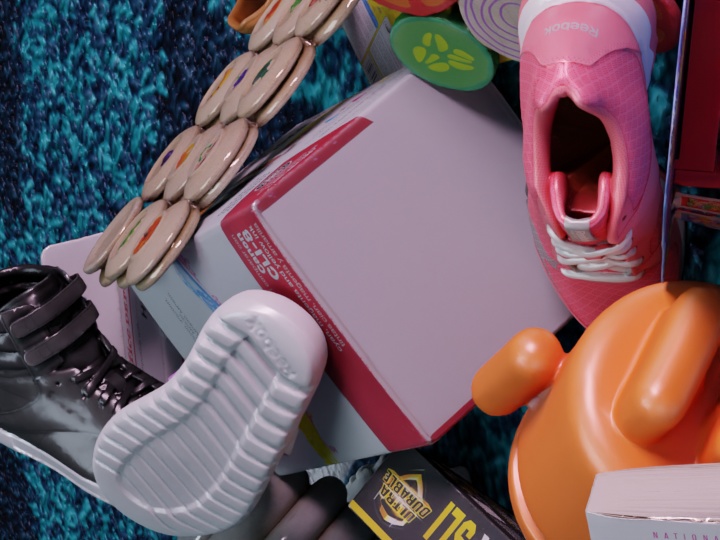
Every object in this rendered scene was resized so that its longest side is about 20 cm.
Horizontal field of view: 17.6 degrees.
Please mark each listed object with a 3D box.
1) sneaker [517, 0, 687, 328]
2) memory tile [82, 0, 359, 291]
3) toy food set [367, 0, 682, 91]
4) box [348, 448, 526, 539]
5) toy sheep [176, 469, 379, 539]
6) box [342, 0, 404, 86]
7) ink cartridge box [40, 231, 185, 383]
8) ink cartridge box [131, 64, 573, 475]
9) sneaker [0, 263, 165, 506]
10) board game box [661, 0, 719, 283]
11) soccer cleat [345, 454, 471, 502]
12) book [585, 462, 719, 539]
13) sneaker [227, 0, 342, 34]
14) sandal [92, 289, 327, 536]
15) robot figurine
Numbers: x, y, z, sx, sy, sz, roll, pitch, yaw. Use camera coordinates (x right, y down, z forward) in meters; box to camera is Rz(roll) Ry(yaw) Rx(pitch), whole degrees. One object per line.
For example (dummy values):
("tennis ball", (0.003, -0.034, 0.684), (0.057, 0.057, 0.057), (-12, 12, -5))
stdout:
("sneaker", (0.097, -0.031, 1.014), (0.087, 0.073, 0.201), (-73, -24, -46))
("memory tile", (-0.071, -0.075, 1.192), (0.017, 0.200, 0.153), (36, 172, -14))
("toy food set", (0.052, -0.157, 1.009), (0.198, 0.049, 0.200), (41, 146, -27))
("box", (0.102, 0.175, 1.113), (0.160, 0.049, 0.200), (39, -179, -41))
("toy sheep", (-0.040, 0.172, 1.273), (0.200, 0.138, 0.138), (40, 151, -1))
("box", (0.037, -0.177, 1.158), (0.118, 0.048, 0.200), (65, 156, 20))
("ink cartridge box", (-0.071, 0.025, 1.312), (0.067, 0.199, 0.116), (36, 135, 55))
("ink cartridge box", (0.000, 0.000, 1.174), (0.145, 0.145, 0.200), (52, 155, -7))
("sneaker", (-0.140, 0.058, 1.230), (0.200, 0.071, 0.099), (18, 133, 32))
("board game box", (0.147, -0.083, 0.922), (0.200, 0.039, 0.159), (62, -145, -76))
("soccer cleat", (0.014, 0.147, 1.377), (0.200, 0.070, 0.087), (-6, 90, 59))
("book", (0.173, 0.167, 0.951), (0.133, 0.048, 0.201), (-2, 124, 20))
("sneaker", (-0.052, -0.224, 1.271), (0.073, 0.084, 0.201), (22, 122, 61))
("sandal", (-0.065, 0.071, 1.138), (0.082, 0.050, 0.203), (42, 138, -3))
("robot figurine", (0.132, 0.079, 1.018), (0.200, 0.143, 0.117), (116, 145, -65))
